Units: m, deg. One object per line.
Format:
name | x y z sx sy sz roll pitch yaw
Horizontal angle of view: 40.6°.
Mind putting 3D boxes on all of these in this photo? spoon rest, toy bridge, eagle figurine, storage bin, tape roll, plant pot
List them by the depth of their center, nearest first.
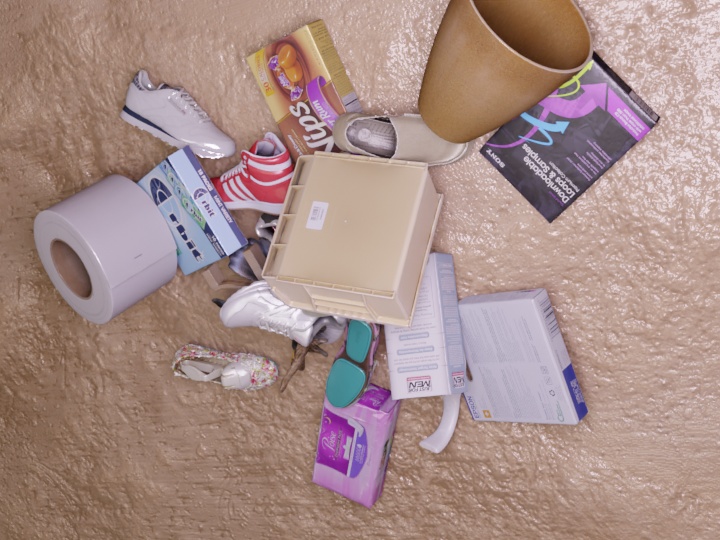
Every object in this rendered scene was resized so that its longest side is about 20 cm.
plant pot | 0.158 -0.259 1.228 0.186 0.186 0.200 44 137 2
storage bin | -0.010 -0.046 1.320 0.196 0.203 0.094 8 158 19
toy bridge | -0.151 -0.006 1.460 0.198 0.027 0.068 -24 106 31
spoon rest | 0.122 0.175 1.492 0.099 0.060 0.203 18 115 43
eagle figurine | -0.135 0.061 1.544 0.151 0.151 0.200 -38 56 -5
tape roll | -0.412 -0.035 1.574 0.201 0.139 0.205 28 136 31

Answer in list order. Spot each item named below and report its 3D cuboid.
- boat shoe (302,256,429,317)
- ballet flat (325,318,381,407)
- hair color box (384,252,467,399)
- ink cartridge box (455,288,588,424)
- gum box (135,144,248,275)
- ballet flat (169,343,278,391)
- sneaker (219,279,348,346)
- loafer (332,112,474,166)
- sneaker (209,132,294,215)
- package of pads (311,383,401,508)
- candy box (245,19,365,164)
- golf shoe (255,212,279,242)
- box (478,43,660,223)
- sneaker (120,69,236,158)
boat shoe | -0.001 -0.001 1.391 0.198 0.074 0.067 -29 56 14
ballet flat | 0.000 0.126 1.474 0.069 0.071 0.202 30 131 18
hair color box | 0.090 0.082 1.419 0.098 0.060 0.203 -9 83 31
ink cartridge box | 0.216 0.128 1.424 0.199 0.043 0.199 -6 110 49
gum box | -0.271 -0.088 1.521 0.171 0.044 0.199 60 150 -8
ballet flat | -0.237 0.174 1.661 0.197 0.064 0.077 6 113 23
sneaker | -0.108 0.066 1.434 0.197 0.101 0.078 -11 155 -6
loafer | 0.058 -0.177 1.331 0.197 0.068 0.077 2 105 1
sneaker | -0.175 -0.150 1.466 0.198 0.071 0.114 8 126 32
package of pads | -0.010 0.277 1.589 0.119 0.076 0.203 18 118 17
candy box | -0.068 -0.241 1.402 0.115 0.056 0.202 -18 102 30
golf shoe | -0.071 -0.028 1.479 0.198 0.088 0.078 30 120 9
box | 0.270 -0.178 1.279 0.143 0.036 0.200 44 124 2
sneaker | -0.276 -0.236 1.498 0.198 0.076 0.081 26 103 8
